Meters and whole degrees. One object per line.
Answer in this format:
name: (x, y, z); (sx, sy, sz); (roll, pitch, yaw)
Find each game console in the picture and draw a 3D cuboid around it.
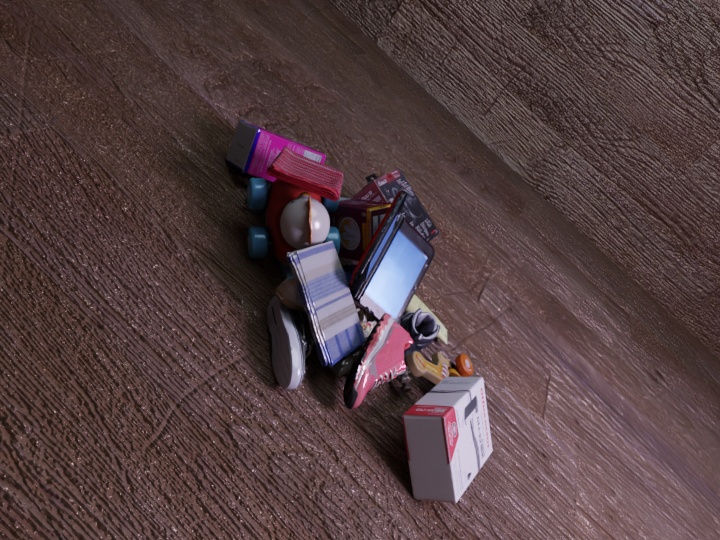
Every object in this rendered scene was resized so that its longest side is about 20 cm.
game console: (0.071, -0.016, 1.209); (0.116, 0.173, 0.203); (28, 71, 5)

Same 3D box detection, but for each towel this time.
towel: (-0.058, 0.052, 1.106); (0.146, 0.023, 0.206); (-23, 95, -60)
towel: (-0.100, -0.190, 1.215); (0.141, 0.023, 0.201); (22, 20, -7)

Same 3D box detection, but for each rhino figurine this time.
rhino figurine: (0.012, 0.175, 1.175); (0.195, 0.060, 0.089); (10, 45, -33)

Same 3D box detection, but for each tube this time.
tube: (0.128, 0.091, 1.454); (0.199, 0.052, 0.059); (41, 60, -8)

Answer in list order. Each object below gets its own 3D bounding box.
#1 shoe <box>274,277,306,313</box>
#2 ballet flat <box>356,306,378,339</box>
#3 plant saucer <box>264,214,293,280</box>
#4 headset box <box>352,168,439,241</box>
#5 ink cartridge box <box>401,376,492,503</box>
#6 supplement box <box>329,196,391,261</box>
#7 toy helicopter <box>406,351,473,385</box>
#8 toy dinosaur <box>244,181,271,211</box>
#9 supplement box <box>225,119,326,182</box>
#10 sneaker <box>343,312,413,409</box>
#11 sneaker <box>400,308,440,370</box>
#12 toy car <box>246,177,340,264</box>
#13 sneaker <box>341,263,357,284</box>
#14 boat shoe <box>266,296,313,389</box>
shoe: (-0.093, 0.047, 1.168); (0.070, 0.054, 0.200); (40, 4, 19)
ballet flat: (0.010, 0.103, 1.250); (0.198, 0.074, 0.066); (-6, 93, -55)
plant saucer: (-0.151, -0.036, 1.311); (0.069, 0.019, 0.203); (15, 39, -40)
headset box: (0.078, -0.132, 1.427); (0.203, 0.077, 0.148); (56, 32, -1)
ink cartridge box: (0.157, 0.287, 1.105); (0.199, 0.082, 0.149); (-21, 104, -59)
supplement box: (-0.018, -0.089, 1.339); (0.084, 0.114, 0.197); (-15, 19, -42)
toy helicopter: (0.155, 0.219, 1.250); (0.198, 0.078, 0.135); (33, 39, -41)
toy dinosaur: (-0.194, -0.150, 1.372); (0.101, 0.078, 0.200); (34, -3, -16)
supplement box: (-0.192, -0.257, 1.451); (0.197, 0.106, 0.101); (15, 12, -42)
sneaker: (0.038, 0.165, 1.104); (0.086, 0.074, 0.202); (32, 50, -1)
sneaker: (0.121, 0.124, 1.322); (0.075, 0.114, 0.201); (38, 28, -3)
toy car: (-0.110, -0.105, 1.187); (0.179, 0.199, 0.183); (0, 87, -19)
sneaker: (0.000, -0.001, 1.349); (0.196, 0.112, 0.078); (26, 31, -26)
boat shoe: (-0.112, 0.120, 1.082); (0.069, 0.073, 0.203); (18, 34, -28)
